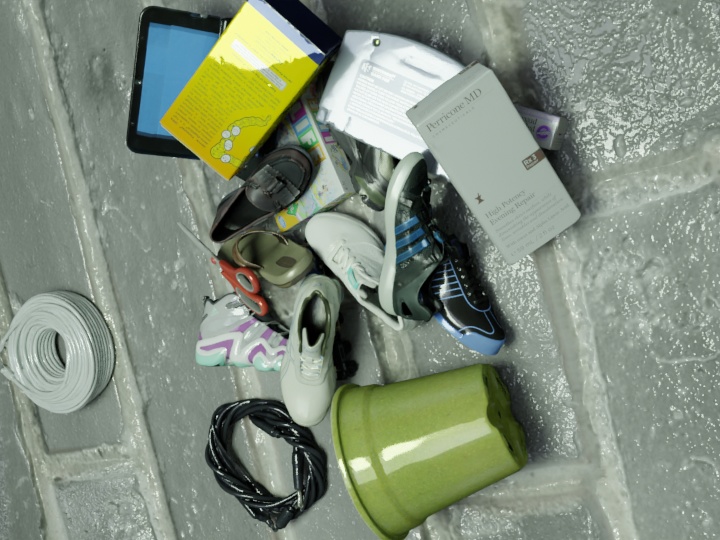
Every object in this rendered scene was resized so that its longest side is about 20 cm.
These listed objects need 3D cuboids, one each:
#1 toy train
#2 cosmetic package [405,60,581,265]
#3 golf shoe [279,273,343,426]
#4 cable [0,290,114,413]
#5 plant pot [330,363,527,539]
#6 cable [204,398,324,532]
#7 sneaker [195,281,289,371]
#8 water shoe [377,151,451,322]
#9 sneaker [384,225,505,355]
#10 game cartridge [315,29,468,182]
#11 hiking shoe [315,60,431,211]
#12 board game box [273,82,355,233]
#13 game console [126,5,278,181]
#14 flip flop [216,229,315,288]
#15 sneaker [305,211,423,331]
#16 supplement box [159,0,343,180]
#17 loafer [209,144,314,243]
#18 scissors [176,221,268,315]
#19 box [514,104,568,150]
[{"bbox_3d":[-0.050,0.052,1.136,0.034,0.046,0.201,-16,89,29],"label":"toy train"},{"bbox_3d":[0.147,-0.117,0.927,0.101,0.074,0.200,-36,112,7],"label":"cosmetic package"},{"bbox_3d":[-0.067,0.106,1.070,0.078,0.097,0.201,4,95,2],"label":"golf shoe"},{"bbox_3d":[-0.494,0.135,1.382,0.200,0.069,0.200,43,114,16],"label":"cable"},{"bbox_3d":[0.092,0.202,1.011,0.183,0.200,0.201,-23,86,18],"label":"plant pot"},{"bbox_3d":[-0.143,0.268,1.215,0.200,0.051,0.163,49,116,15],"label":"cable"},{"bbox_3d":[-0.140,0.067,1.173,0.199,0.078,0.141,1,88,17],"label":"sneaker"},{"bbox_3d":[0.073,-0.038,0.976,0.079,0.071,0.201,16,117,24],"label":"water shoe"},{"bbox_3d":[0.114,0.010,1.026,0.200,0.070,0.078,48,123,17],"label":"sneaker"},{"bbox_3d":[0.057,-0.199,0.985,0.199,0.041,0.134,27,112,12],"label":"game cartridge"},{"bbox_3d":[0.017,-0.181,1.063,0.100,0.076,0.201,-25,91,16],"label":"hiking shoe"},{"bbox_3d":[-0.093,-0.168,1.121,0.134,0.034,0.201,-29,83,41],"label":"board game box"},{"bbox_3d":[-0.201,-0.223,1.097,0.170,0.118,0.201,31,121,31],"label":"game console"},{"bbox_3d":[-0.135,-0.024,1.125,0.081,0.058,0.200,-52,33,-15],"label":"flip flop"},{"bbox_3d":[0.000,0.000,1.068,0.200,0.088,0.075,41,114,11],"label":"sneaker"},{"bbox_3d":[-0.129,-0.227,1.012,0.109,0.109,0.200,40,115,-7],"label":"supplement box"},{"bbox_3d":[-0.132,-0.090,1.098,0.072,0.063,0.200,42,137,-17],"label":"loafer"},{"bbox_3d":[-0.193,-0.002,1.158,0.200,0.014,0.073,30,144,38],"label":"scissors"},{"bbox_3d":[0.144,-0.187,1.000,0.199,0.041,0.039,21,107,26],"label":"box"}]
